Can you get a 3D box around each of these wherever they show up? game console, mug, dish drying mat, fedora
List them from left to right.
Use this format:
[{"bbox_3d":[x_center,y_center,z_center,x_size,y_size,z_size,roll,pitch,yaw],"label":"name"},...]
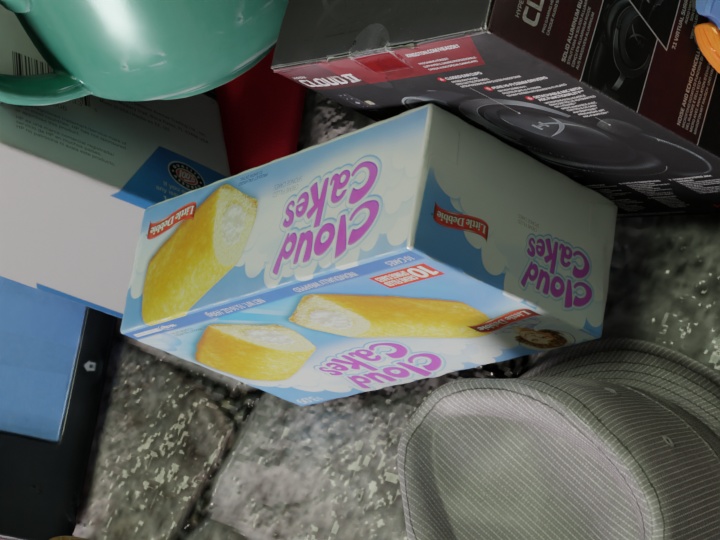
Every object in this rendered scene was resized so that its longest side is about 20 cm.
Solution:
[{"bbox_3d":[-0.223,0.038,1.007,0.176,0.031,0.201,10,69,-3],"label":"game console"},{"bbox_3d":[-0.110,-0.147,0.915,0.184,0.115,0.152,-22,33,7],"label":"mug"},{"bbox_3d":[-0.060,-0.105,1.037,0.077,0.018,0.201,-10,61,36],"label":"dish drying mat"},{"bbox_3d":[0.076,0.101,0.756,0.177,0.090,0.200,-47,45,8],"label":"fedora"}]

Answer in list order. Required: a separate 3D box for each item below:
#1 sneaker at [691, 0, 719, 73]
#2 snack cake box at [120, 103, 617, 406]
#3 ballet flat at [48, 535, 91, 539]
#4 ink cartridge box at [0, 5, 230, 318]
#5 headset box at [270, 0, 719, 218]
[{"bbox_3d":[0.199,-0.155,0.690,0.078,0.075,0.201,26,94,61],"label":"sneaker"},{"bbox_3d":[0.000,0.000,0.836,0.200,0.115,0.067,-17,56,47],"label":"snack cake box"},{"bbox_3d":[-0.150,0.227,0.905,0.072,0.068,0.201,9,67,22],"label":"ballet flat"},{"bbox_3d":[-0.153,-0.085,0.996,0.084,0.144,0.200,-46,38,31],"label":"ink cartridge box"},{"bbox_3d":[0.073,-0.090,0.766,0.149,0.200,0.078,-2,68,56],"label":"headset box"}]
